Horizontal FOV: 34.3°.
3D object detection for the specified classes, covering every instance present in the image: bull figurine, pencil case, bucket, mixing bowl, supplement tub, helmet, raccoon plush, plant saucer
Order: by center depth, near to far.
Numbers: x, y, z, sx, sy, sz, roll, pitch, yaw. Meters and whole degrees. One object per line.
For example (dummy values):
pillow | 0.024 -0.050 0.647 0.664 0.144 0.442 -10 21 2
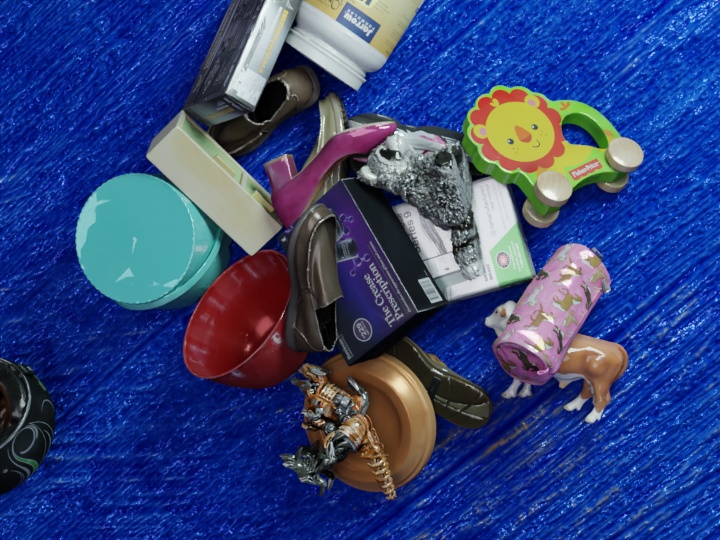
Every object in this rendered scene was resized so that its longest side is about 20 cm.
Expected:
pencil case | 0.247 0.056 1.495 0.083 0.086 0.200 52 56 -20
raccoon plush | 0.073 -0.079 1.496 0.132 0.097 0.203 -9 85 20
bull figurine | 0.252 0.119 1.553 0.198 0.065 0.123 17 97 14
supplement tub | 0.000 -0.359 1.567 0.144 0.144 0.201 34 97 10
mixing bowl | -0.134 0.085 1.592 0.200 0.201 0.108 -43 125 9
plant saucer | 0.006 0.208 1.592 0.198 0.037 0.203 5 102 26
bucket | -0.291 -0.041 1.635 0.204 0.135 0.210 0 90 13
helmet | -0.533 0.227 1.661 0.197 0.191 0.202 3 61 -6

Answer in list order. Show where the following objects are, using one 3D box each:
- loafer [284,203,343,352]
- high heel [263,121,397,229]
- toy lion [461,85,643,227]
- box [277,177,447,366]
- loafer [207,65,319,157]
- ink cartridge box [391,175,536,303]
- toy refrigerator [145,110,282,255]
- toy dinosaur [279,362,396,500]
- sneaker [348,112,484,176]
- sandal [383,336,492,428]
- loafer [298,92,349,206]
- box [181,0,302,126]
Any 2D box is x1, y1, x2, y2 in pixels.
loafer | -0.047 0.014 1.475 0.070 0.073 0.202 17 116 30
high heel | -0.032 -0.127 1.541 0.198 0.067 0.097 -20 90 14
toy lion | 0.238 -0.166 1.521 0.198 0.069 0.193 -24 69 -24
box | 0.000 0.000 1.524 0.141 0.078 0.201 -40 73 35
loafer | -0.148 -0.222 1.608 0.199 0.071 0.074 -33 81 32
ink cartridge box | 0.121 -0.031 1.570 0.198 0.084 0.148 -17 86 12
toy refrigerator | -0.195 -0.122 1.600 0.070 0.076 0.200 -40 109 15
toy dinosaur | -0.029 0.221 1.545 0.136 0.102 0.201 -44 58 10
sneaker | 0.075 -0.153 1.596 0.198 0.080 0.087 16 113 13
sandal | 0.094 0.143 1.591 0.198 0.055 0.082 27 110 12
loafer | -0.051 -0.145 1.613 0.067 0.076 0.203 0 90 6
box | -0.156 -0.300 1.571 0.048 0.158 0.202 28 74 -25
